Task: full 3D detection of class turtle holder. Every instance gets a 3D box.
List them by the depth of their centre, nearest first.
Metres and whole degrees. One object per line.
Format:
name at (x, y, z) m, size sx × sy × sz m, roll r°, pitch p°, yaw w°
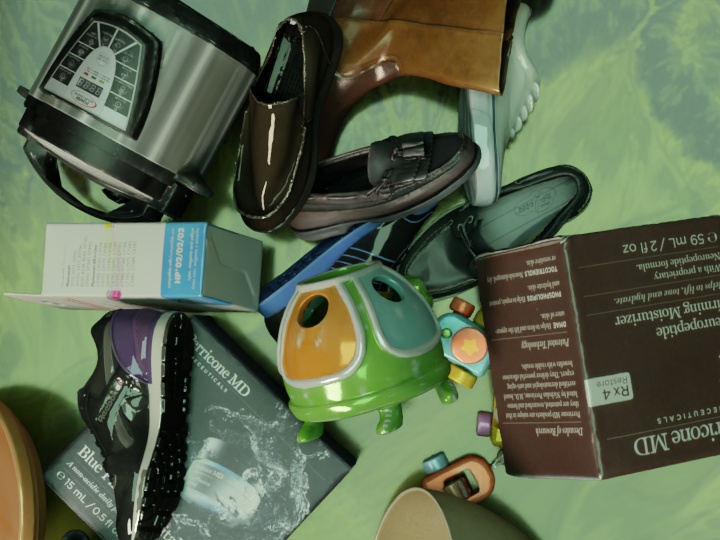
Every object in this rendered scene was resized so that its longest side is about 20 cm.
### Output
turtle holder at (0.014, 0.059, 1.493) m, size 0.185 × 0.141 × 0.132 m, roll -18°, pitch 96°, yaw -30°

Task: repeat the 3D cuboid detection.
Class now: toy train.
toy train at (0.089, 0.126, 1.587) m, size 0.150 × 0.056 × 0.200 m, roll -22°, pitch 88°, yaw 2°

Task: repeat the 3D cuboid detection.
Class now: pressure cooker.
pressure cooker at (-0.199, -0.141, 1.551) m, size 0.178 × 0.176 × 0.200 m, roll 29°, pitch 91°, yaw -25°

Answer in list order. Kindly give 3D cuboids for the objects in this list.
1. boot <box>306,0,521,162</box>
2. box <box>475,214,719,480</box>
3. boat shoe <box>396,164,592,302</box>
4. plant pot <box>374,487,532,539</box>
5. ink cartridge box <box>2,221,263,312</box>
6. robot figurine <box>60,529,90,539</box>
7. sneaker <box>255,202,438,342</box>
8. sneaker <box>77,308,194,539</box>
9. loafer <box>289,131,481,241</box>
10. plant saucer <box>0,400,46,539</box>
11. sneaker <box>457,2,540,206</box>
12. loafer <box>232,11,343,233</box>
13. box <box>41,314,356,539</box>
boot at (0.039, -0.171, 1.564) m, size 0.200 × 0.068 × 0.189 m, roll 10°, pitch 76°, yaw 26°
box at (0.216, 0.066, 1.504) m, size 0.166 × 0.164 × 0.201 m, roll -8°, pitch 88°, yaw -24°
boat shoe at (0.120, -0.034, 1.584) m, size 0.199 × 0.066 × 0.075 m, roll -25°, pitch 89°, yaw 2°
plant pot at (0.100, 0.294, 1.529) m, size 0.134 × 0.200 × 0.201 m, roll 7°, pitch 89°, yaw -21°
ink cartridge box at (-0.201, -0.002, 1.552) m, size 0.199 × 0.115 × 0.068 m, roll 0°, pitch 82°, yaw 22°
robot figurine at (-0.236, 0.319, 1.526) m, size 0.125 × 0.200 × 0.150 m, roll 26°, pitch 62°, yaw 7°
sneaker at (0.000, 0.000, 1.595) m, size 0.200 × 0.070 × 0.078 m, roll -37°, pitch 104°, yaw -1°
sneaker at (-0.197, 0.132, 1.488) m, size 0.087 × 0.076 × 0.201 m, roll 4°, pitch 83°, yaw 19°
loafer at (0.008, -0.081, 1.541) m, size 0.200 × 0.072 × 0.063 m, roll -19°, pitch 129°, yaw 31°
plant saucer at (-0.328, 0.206, 1.558) m, size 0.037 × 0.200 × 0.201 m, roll 1°, pitch 88°, yaw -37°
sneaker at (0.126, -0.155, 1.573) m, size 0.071 × 0.073 × 0.201 m, roll 3°, pitch 79°, yaw -7°
loafer at (-0.076, -0.133, 1.530) m, size 0.073 × 0.071 × 0.201 m, roll 12°, pitch 90°, yaw 28°
box at (-0.141, 0.176, 1.567) m, size 0.197 × 0.117 × 0.200 m, roll 43°, pitch 89°, yaw 3°
